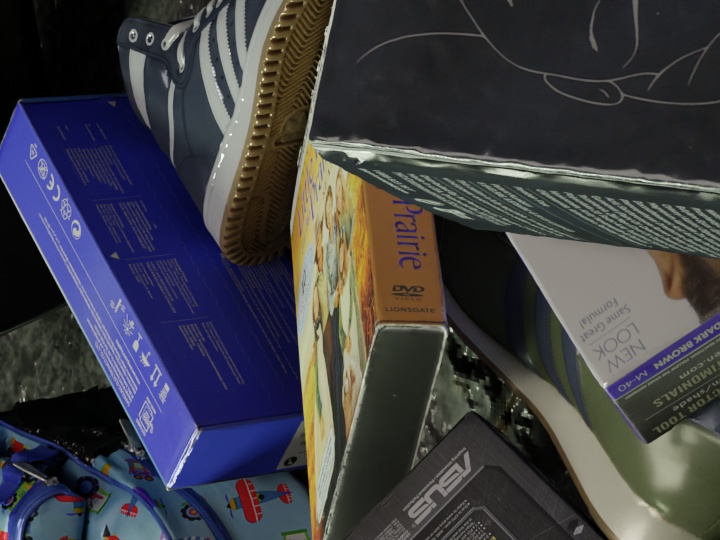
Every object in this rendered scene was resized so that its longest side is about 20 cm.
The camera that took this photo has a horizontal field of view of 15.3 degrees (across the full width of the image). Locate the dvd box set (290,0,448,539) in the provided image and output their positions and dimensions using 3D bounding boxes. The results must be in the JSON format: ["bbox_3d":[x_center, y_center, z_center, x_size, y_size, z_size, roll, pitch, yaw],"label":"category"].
[{"bbox_3d":[0.000,0.000,1.053,0.200,0.029,0.147,-95,13,-44],"label":"dvd box set"}]

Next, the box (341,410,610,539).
[{"bbox_3d":[0.027,0.174,0.957,0.200,0.048,0.158,-46,57,-1],"label":"box"}]

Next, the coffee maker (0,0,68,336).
[{"bbox_3d":[-0.193,-0.076,1.306,0.135,0.191,0.201,-117,14,-61],"label":"coffee maker"}]

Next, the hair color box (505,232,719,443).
[{"bbox_3d":[0.090,-0.054,0.940,0.109,0.065,0.200,-34,61,6],"label":"hair color box"}]

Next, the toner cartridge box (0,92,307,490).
[{"bbox_3d":[-0.081,0.004,1.202,0.200,0.095,0.043,59,137,32],"label":"toner cartridge box"}]

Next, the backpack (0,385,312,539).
[{"bbox_3d":[-0.100,0.158,1.217,0.200,0.134,0.183,19,111,49],"label":"backpack"}]

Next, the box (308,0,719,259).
[{"bbox_3d":[0.112,-0.108,0.798,0.196,0.124,0.201,8,83,30],"label":"box"}]

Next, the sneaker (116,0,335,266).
[{"bbox_3d":[-0.044,-0.109,1.157,0.109,0.070,0.200,53,137,33],"label":"sneaker"}]

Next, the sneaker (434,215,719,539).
[{"bbox_3d":[0.096,0.017,0.993,0.090,0.067,0.200,-56,45,23],"label":"sneaker"}]
